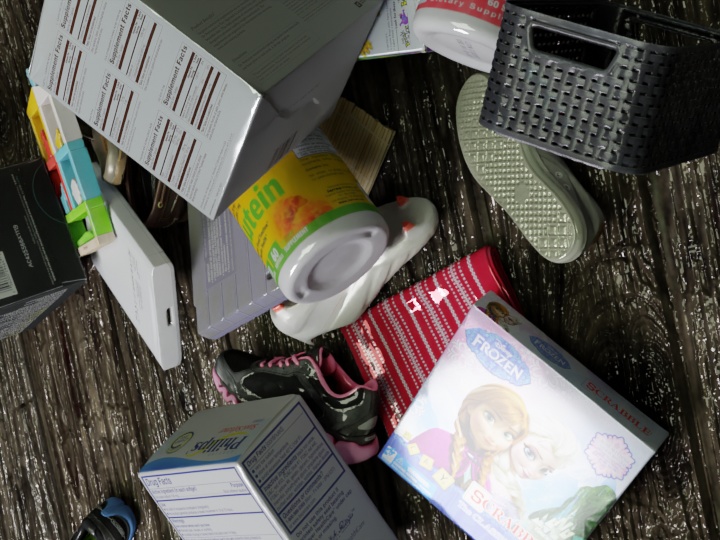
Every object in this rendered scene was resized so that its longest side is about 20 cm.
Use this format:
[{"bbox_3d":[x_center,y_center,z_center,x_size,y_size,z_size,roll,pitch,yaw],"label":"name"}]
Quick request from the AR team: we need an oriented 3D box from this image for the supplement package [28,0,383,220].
[{"bbox_3d":[-0.126,-0.190,1.063,0.199,0.191,0.148,37,135,7],"label":"supplement package"}]

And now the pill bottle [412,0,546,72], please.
[{"bbox_3d":[0.121,-0.267,1.044,0.108,0.108,0.203,18,87,31],"label":"pill bottle"}]

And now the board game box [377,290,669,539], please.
[{"bbox_3d":[0.139,0.156,1.166,0.199,0.041,0.201,38,123,14],"label":"board game box"}]

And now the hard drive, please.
[{"bbox_3d":[-0.240,-0.007,1.361,0.200,0.026,0.133,47,147,43],"label":"hard drive"}]

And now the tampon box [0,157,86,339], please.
[{"bbox_3d":[-0.415,-0.011,1.455,0.199,0.125,0.152,-30,81,55],"label":"tampon box"}]

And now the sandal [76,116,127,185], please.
[{"bbox_3d":[-0.288,-0.171,1.368,0.081,0.053,0.202,110,147,-47],"label":"sandal"}]

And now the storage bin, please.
[{"bbox_3d":[0.194,-0.144,0.988,0.134,0.199,0.095,22,111,29],"label":"storage bin"}]

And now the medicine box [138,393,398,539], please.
[{"bbox_3d":[-0.088,0.236,1.266,0.181,0.103,0.201,-15,112,49],"label":"medicine box"}]

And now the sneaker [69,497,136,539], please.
[{"bbox_3d":[-0.326,0.354,1.528,0.070,0.082,0.201,35,118,24],"label":"sneaker"}]

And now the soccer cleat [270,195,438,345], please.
[{"bbox_3d":[0.000,0.000,1.245,0.199,0.077,0.070,-34,39,20],"label":"soccer cleat"}]

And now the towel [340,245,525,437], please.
[{"bbox_3d":[0.078,0.079,1.226,0.199,0.022,0.146,-29,82,36],"label":"towel"}]

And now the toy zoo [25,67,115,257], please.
[{"bbox_3d":[-0.311,-0.118,1.373,0.131,0.020,0.203,-15,94,67],"label":"toy zoo"}]

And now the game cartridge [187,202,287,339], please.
[{"bbox_3d":[-0.119,-0.046,1.286,0.129,0.038,0.203,-31,55,40],"label":"game cartridge"}]

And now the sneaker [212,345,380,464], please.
[{"bbox_3d":[-0.059,0.110,1.292,0.198,0.079,0.097,23,115,25],"label":"sneaker"}]

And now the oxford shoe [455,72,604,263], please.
[{"bbox_3d":[0.145,-0.088,1.128,0.075,0.057,0.201,-54,54,37],"label":"oxford shoe"}]

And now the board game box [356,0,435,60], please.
[{"bbox_3d":[-0.005,-0.241,1.168,0.198,0.103,0.107,0,101,35],"label":"board game box"}]

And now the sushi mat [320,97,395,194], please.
[{"bbox_3d":[-0.038,-0.073,1.281,0.095,0.012,0.202,36,117,26],"label":"sushi mat"}]

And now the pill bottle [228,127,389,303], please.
[{"bbox_3d":[-0.069,-0.080,1.179,0.111,0.110,0.201,-50,62,31],"label":"pill bottle"}]

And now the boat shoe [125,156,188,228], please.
[{"bbox_3d":[-0.213,-0.144,1.356,0.070,0.070,0.203,1,99,36],"label":"boat shoe"}]
